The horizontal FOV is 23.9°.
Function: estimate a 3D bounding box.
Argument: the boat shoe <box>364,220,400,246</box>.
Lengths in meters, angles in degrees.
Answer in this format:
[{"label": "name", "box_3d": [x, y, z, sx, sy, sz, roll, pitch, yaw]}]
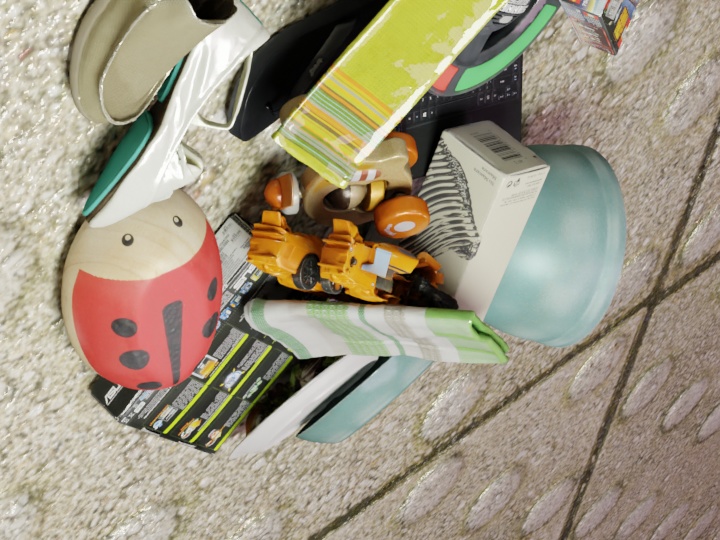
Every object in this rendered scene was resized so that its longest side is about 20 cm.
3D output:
[{"label": "boat shoe", "box_3d": [0.027, 0.004, 1.620, 0.072, 0.070, 0.201, -46, 159, -28]}]

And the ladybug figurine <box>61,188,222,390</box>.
[{"label": "ladybug figurine", "box_3d": [-0.162, 0.023, 1.327, 0.135, 0.072, 0.201, -26, 139, -22]}]

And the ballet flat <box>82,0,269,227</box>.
[{"label": "ballet flat", "box_3d": [-0.128, -0.104, 1.223, 0.069, 0.069, 0.201, 6, 120, -59]}]

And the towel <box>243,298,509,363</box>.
[{"label": "towel", "box_3d": [0.016, 0.056, 1.453, 0.149, 0.198, 0.031, 35, 60, -68]}]

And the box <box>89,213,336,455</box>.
[{"label": "box", "box_3d": [-0.121, 0.062, 1.504, 0.200, 0.047, 0.193, -51, 157, 3]}]

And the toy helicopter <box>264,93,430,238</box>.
[{"label": "toy helicopter", "box_3d": [-0.028, -0.086, 1.368, 0.131, 0.079, 0.200, -14, 155, 10]}]

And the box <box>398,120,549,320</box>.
[{"label": "box", "box_3d": [0.087, -0.027, 1.514, 0.068, 0.082, 0.201, -16, 136, -45]}]

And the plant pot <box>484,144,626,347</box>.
[{"label": "plant pot", "box_3d": [0.146, -0.032, 1.656, 0.133, 0.201, 0.201, 7, 125, -28]}]

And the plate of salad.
[{"label": "plate of salad", "box_3d": [-0.052, 0.110, 1.620, 0.200, 0.048, 0.200, -38, 172, -6]}]

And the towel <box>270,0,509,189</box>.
[{"label": "towel", "box_3d": [0.024, -0.152, 1.265, 0.200, 0.018, 0.086, -48, 137, 13]}]

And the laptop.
[{"label": "laptop", "box_3d": [0.123, -0.181, 1.471, 0.177, 0.103, 0.202, -19, 115, -45]}]

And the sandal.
[{"label": "sandal", "box_3d": [-0.023, -0.169, 1.337, 0.200, 0.043, 0.076, -39, 154, -18]}]

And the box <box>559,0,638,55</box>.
[{"label": "box", "box_3d": [0.216, -0.263, 1.417, 0.200, 0.040, 0.138, 11, 101, -78]}]

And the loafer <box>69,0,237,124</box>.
[{"label": "loafer", "box_3d": [-0.127, -0.175, 1.139, 0.075, 0.068, 0.201, -1, 128, -57]}]

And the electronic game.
[{"label": "electronic game", "box_3d": [0.111, -0.222, 1.334, 0.200, 0.042, 0.201, -39, 155, -22]}]

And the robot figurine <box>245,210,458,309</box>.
[{"label": "robot figurine", "box_3d": [0.000, 0.000, 1.433, 0.200, 0.144, 0.059, 21, 79, -59]}]

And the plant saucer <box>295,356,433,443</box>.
[{"label": "plant saucer", "box_3d": [0.020, 0.112, 1.707, 0.200, 0.036, 0.200, -42, 180, 0]}]
